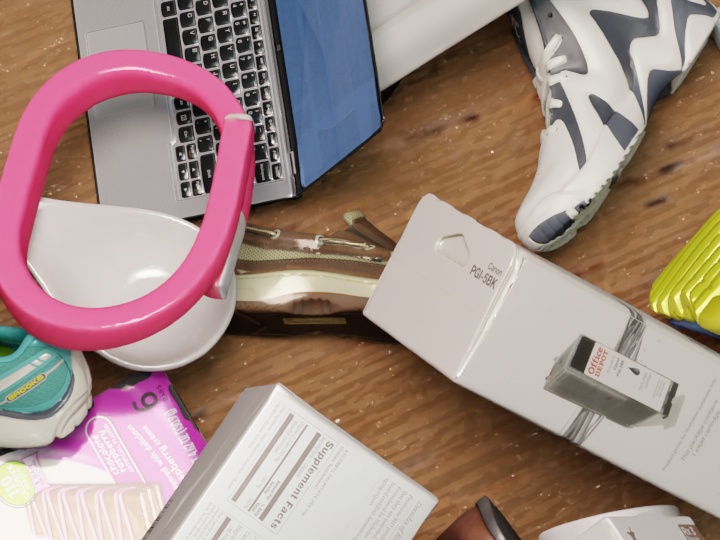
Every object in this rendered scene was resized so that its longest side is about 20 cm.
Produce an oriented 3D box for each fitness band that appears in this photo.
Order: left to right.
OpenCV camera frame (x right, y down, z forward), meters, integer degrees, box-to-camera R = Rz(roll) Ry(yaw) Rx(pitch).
[{"bbox_3d":[-0.136,-0.043,1.550,0.143,0.037,0.201,6,57,9],"label":"fitness band"}]

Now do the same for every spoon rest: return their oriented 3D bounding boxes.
[{"bbox_3d":[-0.169,-0.005,1.592,0.199,0.061,0.100,20,66,10],"label":"spoon rest"}]

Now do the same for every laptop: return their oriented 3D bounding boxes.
[{"bbox_3d":[-0.086,-0.140,1.619,0.199,0.116,0.188,-11,76,8],"label":"laptop"}]

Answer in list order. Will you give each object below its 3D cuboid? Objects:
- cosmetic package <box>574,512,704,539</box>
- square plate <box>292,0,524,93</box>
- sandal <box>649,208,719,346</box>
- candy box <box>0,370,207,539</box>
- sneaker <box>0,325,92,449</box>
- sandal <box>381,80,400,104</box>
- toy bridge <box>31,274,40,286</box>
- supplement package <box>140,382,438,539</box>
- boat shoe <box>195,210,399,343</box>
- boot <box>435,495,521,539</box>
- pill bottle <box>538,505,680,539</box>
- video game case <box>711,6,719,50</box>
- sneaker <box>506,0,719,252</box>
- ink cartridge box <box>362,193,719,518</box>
[{"bbox_3d":[0.103,0.218,1.473,0.200,0.101,0.074,-41,65,25],"label":"cosmetic package"},{"bbox_3d":[0.023,-0.219,1.632,0.198,0.028,0.201,-31,59,25],"label":"square plate"},{"bbox_3d":[0.228,0.021,1.579,0.087,0.200,0.080,38,97,-11],"label":"sandal"},{"bbox_3d":[-0.170,0.163,1.588,0.199,0.061,0.137,-31,80,-9],"label":"candy box"},{"bbox_3d":[-0.251,0.053,1.579,0.199,0.078,0.080,-2,118,17],"label":"sneaker"},{"bbox_3d":[0.028,-0.186,1.682,0.054,0.082,0.201,27,84,17],"label":"sandal"},{"bbox_3d":[-0.278,-0.010,1.643,0.199,0.027,0.068,13,74,1],"label":"toy bridge"},{"bbox_3d":[-0.067,0.175,1.483,0.111,0.156,0.200,36,82,-5],"label":"supplement package"},{"bbox_3d":[0.000,-0.002,1.631,0.201,0.075,0.075,3,70,-1],"label":"boat shoe"},{"bbox_3d":[0.006,0.212,1.519,0.200,0.188,0.069,-36,92,-12],"label":"boot"},{"bbox_3d":[0.163,0.242,1.557,0.112,0.112,0.201,-11,77,-5],"label":"pill bottle"},{"bbox_3d":[0.345,-0.122,1.699,0.199,0.023,0.183,-25,78,-8],"label":"video game case"},{"bbox_3d":[0.119,-0.116,1.660,0.129,0.080,0.200,33,77,7],"label":"sneaker"},{"bbox_3d":[0.120,0.048,1.540,0.199,0.147,0.083,27,93,-25],"label":"ink cartridge box"}]
